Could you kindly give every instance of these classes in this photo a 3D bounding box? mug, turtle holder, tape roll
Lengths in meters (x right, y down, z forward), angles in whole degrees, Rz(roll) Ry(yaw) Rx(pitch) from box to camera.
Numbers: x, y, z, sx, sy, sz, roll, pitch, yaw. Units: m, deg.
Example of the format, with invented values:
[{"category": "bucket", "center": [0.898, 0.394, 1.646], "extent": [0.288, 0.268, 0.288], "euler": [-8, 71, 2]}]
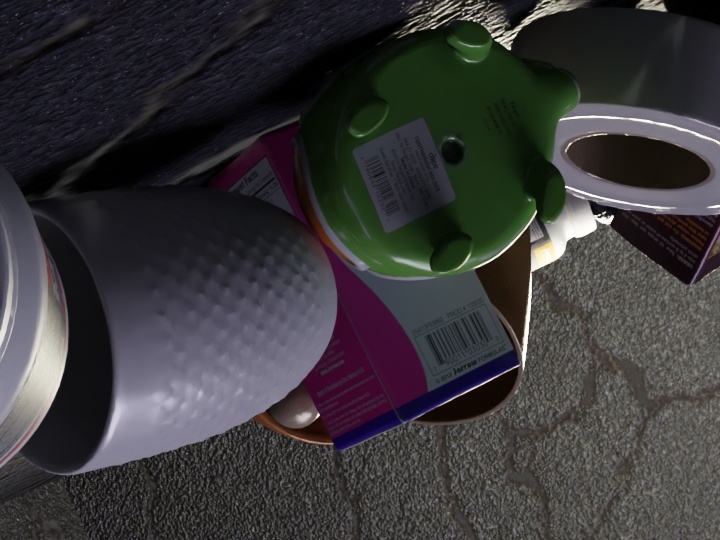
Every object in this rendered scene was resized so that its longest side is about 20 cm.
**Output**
[{"category": "mug", "center": [-0.123, 0.016, 1.076], "extent": [0.175, 0.148, 0.200], "euler": [-11, -155, -40]}, {"category": "turtle holder", "center": [0.039, -0.079, 1.102], "extent": [0.186, 0.141, 0.132], "euler": [-58, -159, -18]}, {"category": "tape roll", "center": [0.193, -0.104, 1.288], "extent": [0.201, 0.071, 0.203], "euler": [11, 164, 3]}]

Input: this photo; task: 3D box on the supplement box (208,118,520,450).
[{"category": "supplement box", "center": [0.000, 0.000, 1.228], "extent": [0.101, 0.201, 0.103], "euler": [-23, 176, -30]}]

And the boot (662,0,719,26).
[{"category": "boot", "center": [0.283, -0.219, 1.222], "extent": [0.144, 0.073, 0.200], "euler": [-27, 173, -19]}]

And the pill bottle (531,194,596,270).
[{"category": "pill bottle", "center": [0.185, -0.049, 2.360], "extent": [0.199, 0.117, 0.116], "euler": [-27, 176, 1]}]

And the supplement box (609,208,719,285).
[{"category": "supplement box", "center": [0.281, -0.101, 1.429], "extent": [0.110, 0.086, 0.201], "euler": [-26, 146, -43]}]

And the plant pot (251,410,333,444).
[{"category": "plant pot", "center": [-0.052, 0.039, 1.564], "extent": [0.200, 0.201, 0.140], "euler": [-25, -169, -26]}]

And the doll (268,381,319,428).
[{"category": "doll", "center": [-0.110, 0.052, 1.272], "extent": [0.136, 0.200, 0.049], "euler": [-43, -155, 40]}]

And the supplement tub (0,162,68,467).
[{"category": "supplement tub", "center": [-0.180, 0.014, 0.684], "extent": [0.140, 0.141, 0.200], "euler": [-26, 176, -8]}]

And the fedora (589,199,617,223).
[{"category": "fedora", "center": [0.215, -0.133, 1.493], "extent": [0.200, 0.092, 0.201], "euler": [-40, 154, -24]}]

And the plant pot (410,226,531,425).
[{"category": "plant pot", "center": [0.058, -0.017, 1.453], "extent": [0.186, 0.186, 0.200], "euler": [-31, -153, 44]}]
